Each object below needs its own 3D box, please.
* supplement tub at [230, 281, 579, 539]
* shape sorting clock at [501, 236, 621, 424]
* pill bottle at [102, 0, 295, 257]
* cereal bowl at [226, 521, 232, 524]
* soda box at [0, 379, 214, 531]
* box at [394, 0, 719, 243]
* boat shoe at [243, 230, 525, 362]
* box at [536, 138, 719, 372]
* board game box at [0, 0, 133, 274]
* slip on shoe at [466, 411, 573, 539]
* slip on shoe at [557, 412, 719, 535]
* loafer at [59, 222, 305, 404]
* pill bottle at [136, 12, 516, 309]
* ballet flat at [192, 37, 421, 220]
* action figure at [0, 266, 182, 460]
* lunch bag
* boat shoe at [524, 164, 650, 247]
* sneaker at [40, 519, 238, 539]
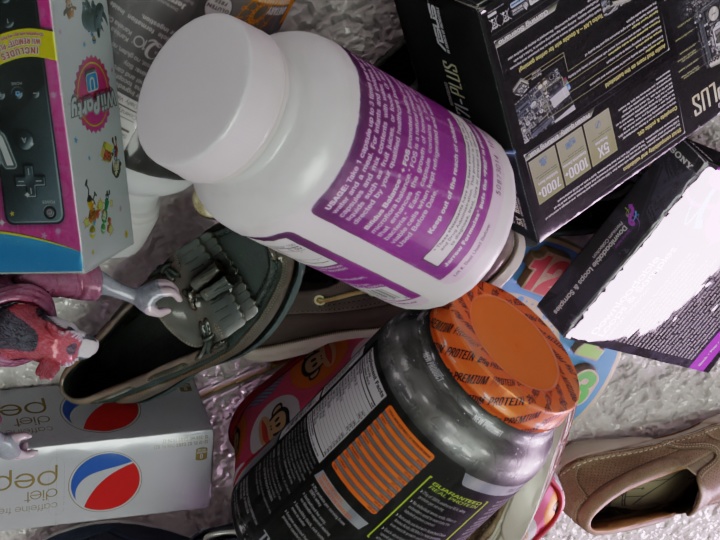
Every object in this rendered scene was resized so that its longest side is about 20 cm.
[{"bbox_3d":[0.026,0.105,1.193,0.122,0.123,0.200,26,123,-31],"label":"supplement tub"},{"bbox_3d":[0.082,0.058,1.369,0.200,0.039,0.200,-9,123,-14],"label":"shape sorting clock"},{"bbox_3d":[-0.120,-0.114,1.138,0.116,0.116,0.200,18,114,-28],"label":"pill bottle"},{"bbox_3d":[-0.052,0.267,1.429,0.200,0.083,0.200,-9,123,-13],"label":"cereal bowl"},{"bbox_3d":[-0.195,0.116,1.288,0.200,0.068,0.064,-5,122,-17],"label":"soda box"},{"bbox_3d":[0.133,-0.143,1.194,0.200,0.086,0.164,-35,129,-21],"label":"box"},{"bbox_3d":[0.000,0.000,1.254,0.200,0.072,0.060,-16,132,22],"label":"boat shoe"},{"bbox_3d":[0.215,-0.007,1.333,0.143,0.036,0.200,-52,148,17],"label":"box"},{"bbox_3d":[-0.206,-0.101,1.074,0.147,0.064,0.200,-1,105,19],"label":"board game box"},{"bbox_3d":[0.073,0.151,1.271,0.061,0.076,0.200,25,114,8],"label":"slip on shoe"},{"bbox_3d":[0.234,0.147,1.467,0.200,0.061,0.076,-4,122,-18],"label":"slip on shoe"},{"bbox_3d":[-0.107,0.031,1.216,0.063,0.072,0.200,-20,166,-46],"label":"loafer"},{"bbox_3d":[-0.018,-0.059,1.087,0.200,0.112,0.112,26,110,-43],"label":"pill bottle"},{"bbox_3d":[-0.022,-0.086,1.197,0.200,0.066,0.057,-34,133,-32],"label":"ballet flat"},{"bbox_3d":[-0.202,0.015,1.147,0.149,0.200,0.134,44,77,-23],"label":"action figure"},{"bbox_3d":[0.032,0.120,1.330,0.176,0.082,0.200,-40,120,18],"label":"lunch bag"},{"bbox_3d":[0.094,-0.051,1.286,0.200,0.062,0.075,-3,132,-17],"label":"boat shoe"},{"bbox_3d":[-0.126,0.193,1.297,0.202,0.146,0.077,3,80,1],"label":"sneaker"}]
